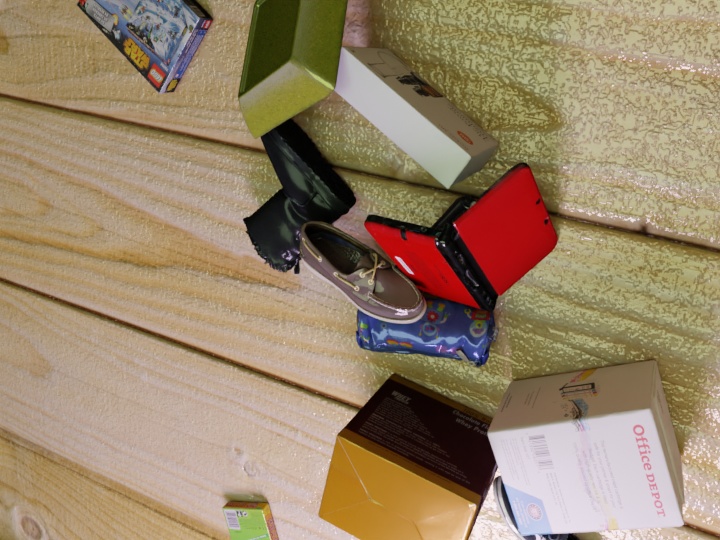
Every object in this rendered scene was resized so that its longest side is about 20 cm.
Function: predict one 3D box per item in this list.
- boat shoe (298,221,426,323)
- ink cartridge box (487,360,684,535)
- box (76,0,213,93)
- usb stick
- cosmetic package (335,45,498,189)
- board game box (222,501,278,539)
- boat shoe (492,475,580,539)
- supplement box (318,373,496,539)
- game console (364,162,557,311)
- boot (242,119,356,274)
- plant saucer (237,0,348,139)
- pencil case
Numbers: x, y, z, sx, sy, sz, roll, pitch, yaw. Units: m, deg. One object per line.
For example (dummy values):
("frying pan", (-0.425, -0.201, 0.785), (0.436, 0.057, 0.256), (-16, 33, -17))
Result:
("boat shoe", (0.000, 0.000, 0.897), (0.198, 0.072, 0.060), (32, 156, 20))
("ink cartridge box", (0.286, 0.220, 0.850), (0.196, 0.144, 0.150), (-14, 100, 29))
("box", (-0.327, -0.389, 1.021), (0.200, 0.040, 0.137), (46, 118, 6))
("usb stick", (0.097, -0.020, 0.934), (0.055, 0.033, 0.200), (41, 119, -3))
("cosmetic package", (0.066, -0.192, 0.827), (0.199, 0.150, 0.052), (42, 119, 8))
("board game box", (-0.186, 0.522, 1.244), (0.094, 0.030, 0.205), (-7, 100, 28))
("boat shoe", (0.260, 0.361, 0.951), (0.062, 0.075, 0.201), (-39, 93, 28))
("supplement box", (0.080, 0.275, 0.936), (0.194, 0.200, 0.136), (21, 113, 18))
("game console", (0.127, -0.045, 0.826), (0.170, 0.200, 0.121), (16, 73, 33))
("boot", (-0.114, -0.109, 0.987), (0.162, 0.073, 0.199), (-41, 90, 29))
("plant saucer", (-0.091, -0.289, 0.838), (0.198, 0.047, 0.205), (-12, 66, 53))
("pencil case", (0.088, 0.081, 0.921), (0.195, 0.088, 0.079), (7, 139, 12))
